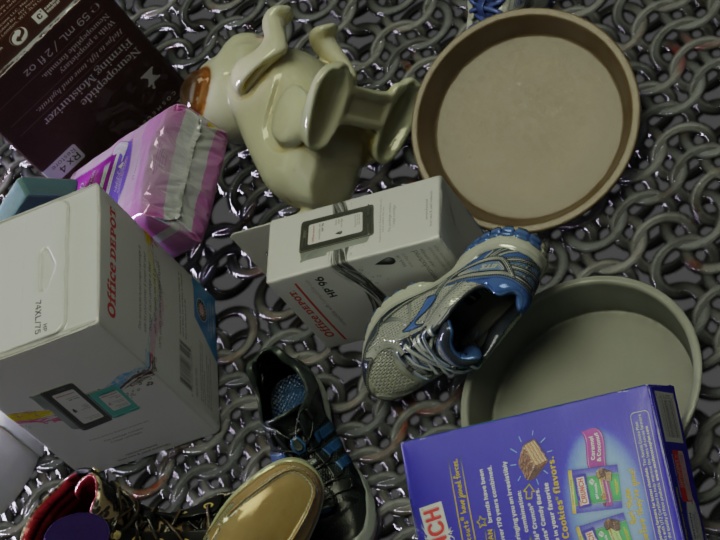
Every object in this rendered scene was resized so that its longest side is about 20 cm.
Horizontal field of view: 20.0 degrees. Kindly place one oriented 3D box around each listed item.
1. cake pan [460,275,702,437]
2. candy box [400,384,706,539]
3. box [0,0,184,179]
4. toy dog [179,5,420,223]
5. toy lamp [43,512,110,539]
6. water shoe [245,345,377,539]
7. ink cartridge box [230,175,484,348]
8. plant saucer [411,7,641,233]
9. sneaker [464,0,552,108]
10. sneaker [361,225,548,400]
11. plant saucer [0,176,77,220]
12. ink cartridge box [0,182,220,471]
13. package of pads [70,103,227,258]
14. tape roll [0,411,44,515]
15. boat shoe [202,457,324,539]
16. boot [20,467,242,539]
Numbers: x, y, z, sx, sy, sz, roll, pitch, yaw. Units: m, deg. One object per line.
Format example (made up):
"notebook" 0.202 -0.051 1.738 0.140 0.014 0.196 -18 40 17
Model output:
"cake pan" 0.176 0.099 1.593 0.200 0.037 0.201 -16 53 22
"candy box" 0.144 0.185 1.492 0.200 0.077 0.170 -14 79 21
"box" -0.294 -0.197 1.963 0.166 0.200 0.164 -45 48 -3
"toy dog" -0.068 -0.143 1.856 0.200 0.139 0.194 33 116 39
"toy lamp" -0.200 0.277 1.592 0.058 0.200 0.058 -4 39 3
"water shoe" -0.050 0.150 1.665 0.071 0.079 0.200 -32 49 8
"ink cartridge box" 0.000 0.000 1.712 0.200 0.116 0.068 -14 52 23
"plant saucer" 0.142 -0.125 1.735 0.200 0.029 0.201 -5 75 18
"sneaker" 0.114 -0.224 1.815 0.075 0.088 0.200 4 63 30
"sneaker" 0.066 0.047 1.625 0.200 0.077 0.085 -44 21 32
"plant saucer" -0.331 -0.010 1.894 0.200 0.070 0.019 -53 58 29
"ink cartridge box" -0.233 0.054 1.757 0.146 0.200 0.147 -19 51 19
"package of pads" -0.204 -0.061 1.853 0.200 0.076 0.121 -25 44 51
"tape roll" -0.388 0.150 1.872 0.202 0.071 0.203 -16 52 21
"boat shoe" -0.100 0.228 1.546 0.072 0.076 0.200 37 91 5
"boot" -0.158 0.202 1.620 0.200 0.150 0.073 -31 45 32
